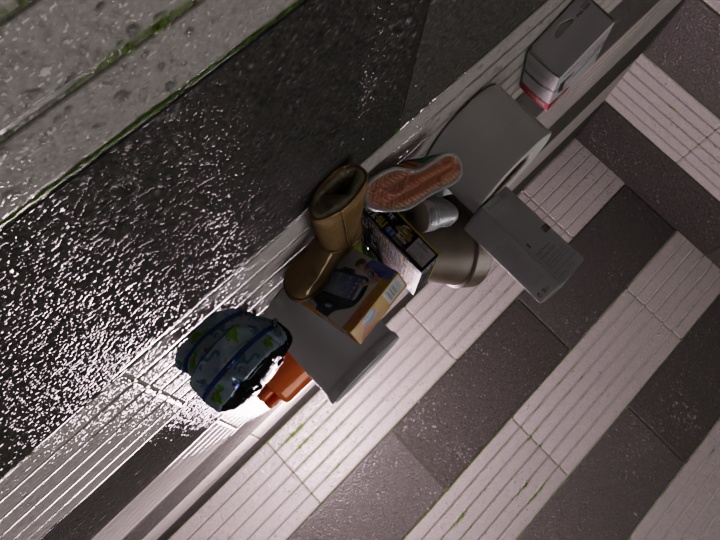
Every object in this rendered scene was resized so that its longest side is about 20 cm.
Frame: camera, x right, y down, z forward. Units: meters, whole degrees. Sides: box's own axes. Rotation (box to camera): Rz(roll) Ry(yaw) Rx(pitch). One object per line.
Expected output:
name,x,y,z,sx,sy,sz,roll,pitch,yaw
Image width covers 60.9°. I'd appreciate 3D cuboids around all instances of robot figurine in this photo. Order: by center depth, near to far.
robot figurine,-0.154,0.212,1.367,0.200,0.144,0.117,-42,-169,-11

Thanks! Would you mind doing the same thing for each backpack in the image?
backpack,-0.183,0.129,0.886,0.163,0.154,0.200,-42,-168,-2

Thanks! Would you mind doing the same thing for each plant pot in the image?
plant pot,0.148,-0.054,1.262,0.171,0.202,0.200,-7,153,-24

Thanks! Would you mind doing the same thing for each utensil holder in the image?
utensil holder,-0.056,0.109,1.108,0.170,0.200,0.170,-43,171,-9

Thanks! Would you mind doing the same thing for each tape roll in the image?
tape roll,0.236,-0.224,1.153,0.203,0.139,0.203,-44,170,-10

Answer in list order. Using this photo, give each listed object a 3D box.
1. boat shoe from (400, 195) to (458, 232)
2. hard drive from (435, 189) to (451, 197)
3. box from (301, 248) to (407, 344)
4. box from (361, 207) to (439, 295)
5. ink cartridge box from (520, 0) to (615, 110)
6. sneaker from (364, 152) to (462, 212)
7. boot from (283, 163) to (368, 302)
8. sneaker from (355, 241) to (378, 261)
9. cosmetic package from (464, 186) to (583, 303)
boat shoe,0.107,-0.106,1.078,0.068,0.073,0.200,-6,-174,-18
hard drive,0.178,-0.163,1.360,0.200,0.026,0.132,-46,148,-4
box,-0.033,0.022,0.979,0.119,0.199,0.042,-50,137,-12
box,0.061,-0.045,1.088,0.049,0.160,0.200,-44,169,-8
ink cartridge box,0.399,-0.419,1.201,0.147,0.083,0.200,-46,171,6
sneaker,0.072,-0.140,0.999,0.198,0.072,0.080,-22,-168,-29
boot,-0.057,-0.049,0.880,0.176,0.066,0.200,-53,172,-12
sneaker,0.000,0.000,1.240,0.074,0.084,0.200,-44,171,-4
cosmetic package,0.301,-0.050,1.130,0.101,0.200,0.074,-37,169,-38
